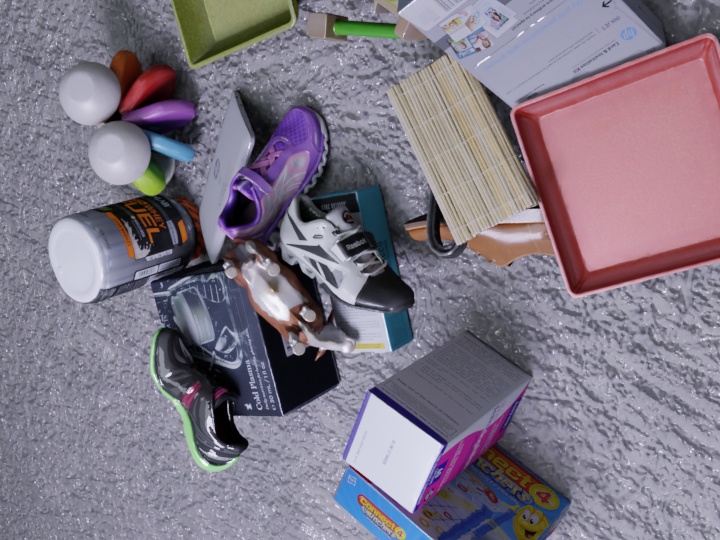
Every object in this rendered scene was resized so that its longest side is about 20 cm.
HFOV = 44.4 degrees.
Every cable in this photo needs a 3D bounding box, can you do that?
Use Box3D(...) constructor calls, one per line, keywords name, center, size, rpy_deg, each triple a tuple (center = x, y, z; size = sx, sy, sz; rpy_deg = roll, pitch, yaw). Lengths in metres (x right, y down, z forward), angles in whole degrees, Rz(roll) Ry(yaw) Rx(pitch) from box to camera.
Box3D(name="cable", center=(0.082, -0.114, 0.937), size=(0.097, 0.050, 0.201), rpy_deg=(3, 71, 32))

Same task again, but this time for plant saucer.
Box3D(name="plant saucer", center=(0.267, -0.094, 0.839), size=(0.199, 0.037, 0.201), rpy_deg=(-17, 93, 29))
Box3D(name="plant saucer", center=(-0.160, -0.375, 1.094), size=(0.199, 0.048, 0.201), rpy_deg=(-9, 99, 40))

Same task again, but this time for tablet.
Box3D(name="tablet", center=(-0.182, -0.124, 1.175), size=(0.201, 0.014, 0.130), rpy_deg=(-67, 30, 31))

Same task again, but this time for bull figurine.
Box3D(name="bull figurine", center=(-0.087, 0.040, 1.045), size=(0.200, 0.121, 0.065), rpy_deg=(45, 89, -5))

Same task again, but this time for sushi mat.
Box3D(name="sushi mat", center=(0.102, -0.131, 0.907), size=(0.095, 0.012, 0.201), rpy_deg=(-30, 69, 20))

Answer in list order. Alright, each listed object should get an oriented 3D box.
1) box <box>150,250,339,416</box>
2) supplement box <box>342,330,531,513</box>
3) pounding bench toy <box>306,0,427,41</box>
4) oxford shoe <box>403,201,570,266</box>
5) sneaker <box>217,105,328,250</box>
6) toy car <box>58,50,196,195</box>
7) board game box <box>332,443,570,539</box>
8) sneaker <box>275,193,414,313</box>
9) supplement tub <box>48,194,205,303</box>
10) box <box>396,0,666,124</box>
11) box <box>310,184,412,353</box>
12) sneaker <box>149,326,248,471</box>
Box3D(name="box", center=(-0.157, 0.085, 1.197), size=(0.196, 0.124, 0.201), rpy_deg=(-8, 100, 41))
Box3D(name="supplement box", center=(0.088, 0.160, 0.976), size=(0.103, 0.200, 0.102), rpy_deg=(34, 123, 23))
Box3D(name="pounding bench toy", center=(0.043, -0.293, 0.911), size=(0.156, 0.124, 0.201), rpy_deg=(41, 125, 20))
Box3D(name="oxford shoe", center=(0.135, -0.037, 0.961), size=(0.199, 0.071, 0.072), rpy_deg=(2, 111, 37))
Box3D(name="sneaker", center=(-0.113, -0.113, 1.089), size=(0.080, 0.088, 0.201), rpy_deg=(32, 98, 31))
Box3D(name="toy car", center=(-0.301, -0.207, 1.209), size=(0.149, 0.175, 0.201), rpy_deg=(-27, 86, 4))
Box3D(name="board game box", center=(0.106, 0.261, 0.997), size=(0.200, 0.195, 0.056), rpy_deg=(36, 123, 23))
Box3D(name="sneaker", center=(-0.018, -0.023, 1.015), size=(0.199, 0.074, 0.089), rpy_deg=(30, 124, 27))
Box3D(name="supplement tub", center=(-0.319, -0.037, 1.231), size=(0.122, 0.200, 0.123), rpy_deg=(13, 113, 33))
Box3D(name="box", center=(0.158, -0.232, 0.812), size=(0.200, 0.041, 0.156), rpy_deg=(32, 138, -29))
Box3D(name="box", center=(0.000, 0.000, 1.090), size=(0.082, 0.049, 0.201), rpy_deg=(-5, 101, 39))
Box3D(name="sneaker", center=(-0.204, 0.158, 1.142), size=(0.084, 0.077, 0.201), rpy_deg=(-28, 91, 24))
